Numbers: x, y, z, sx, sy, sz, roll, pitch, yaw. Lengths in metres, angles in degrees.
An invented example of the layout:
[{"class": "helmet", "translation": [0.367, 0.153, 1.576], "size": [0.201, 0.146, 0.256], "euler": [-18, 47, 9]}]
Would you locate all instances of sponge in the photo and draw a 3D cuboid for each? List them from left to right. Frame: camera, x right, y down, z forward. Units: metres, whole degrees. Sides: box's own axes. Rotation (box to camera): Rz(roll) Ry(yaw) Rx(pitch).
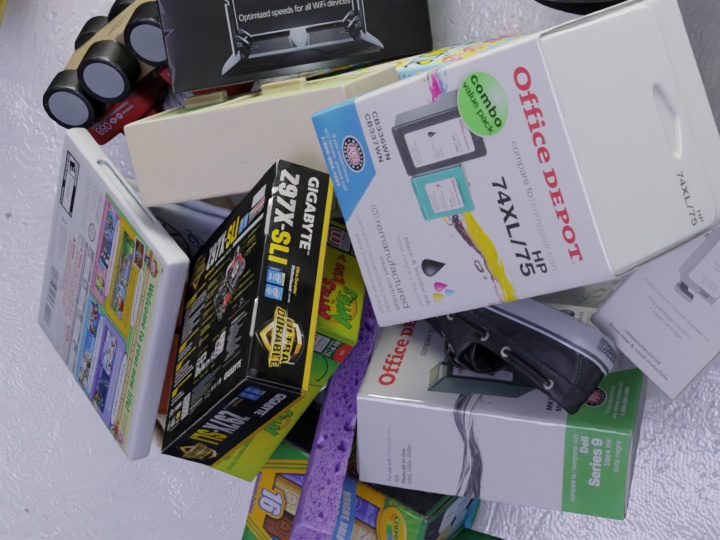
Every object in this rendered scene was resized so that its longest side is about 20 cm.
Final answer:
[{"class": "sponge", "translation": [-0.016, 0.110, 1.234], "size": [0.029, 0.202, 0.112], "euler": [14, 158, -1]}]

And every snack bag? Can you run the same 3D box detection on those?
[{"class": "snack bag", "translation": [-0.109, 0.013, 1.348], "size": [0.187, 0.021, 0.201], "euler": [16, 145, 37]}]

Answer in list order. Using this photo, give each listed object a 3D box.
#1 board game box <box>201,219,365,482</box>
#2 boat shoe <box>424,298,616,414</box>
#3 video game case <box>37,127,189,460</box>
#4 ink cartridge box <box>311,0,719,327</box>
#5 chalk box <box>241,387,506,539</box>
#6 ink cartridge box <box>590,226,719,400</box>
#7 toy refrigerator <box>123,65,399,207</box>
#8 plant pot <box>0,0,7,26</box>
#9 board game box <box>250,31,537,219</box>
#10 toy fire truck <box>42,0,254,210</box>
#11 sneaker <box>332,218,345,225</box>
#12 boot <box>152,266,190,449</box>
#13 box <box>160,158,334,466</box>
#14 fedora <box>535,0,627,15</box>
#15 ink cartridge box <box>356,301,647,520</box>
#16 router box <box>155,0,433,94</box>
[{"class": "board game box", "translation": [-0.058, 0.062, 1.237], "size": [0.047, 0.102, 0.200], "euler": [22, 136, -14]}, {"class": "boat shoe", "translation": [0.088, 0.044, 1.143], "size": [0.199, 0.057, 0.069], "euler": [21, 164, 46]}, {"class": "video game case", "translation": [-0.202, 0.019, 1.313], "size": [0.182, 0.022, 0.202], "euler": [48, 135, 37]}, {"class": "ink cartridge box", "translation": [0.102, -0.067, 1.022], "size": [0.199, 0.145, 0.148], "euler": [-14, 96, 47]}, {"class": "chalk box", "translation": [0.023, 0.200, 1.342], "size": [0.199, 0.125, 0.125], "euler": [28, 121, 21]}, {"class": "ink cartridge box", "translation": [0.262, -0.028, 1.093], "size": [0.083, 0.146, 0.200], "euler": [43, 124, 9]}, {"class": "toy refrigerator", "translation": [-0.068, -0.098, 1.185], "size": [0.198, 0.076, 0.071], "euler": [-7, 103, 34]}, {"class": "plant pot", "translation": [-0.359, -0.281, 1.357], "size": [0.200, 0.201, 0.190], "euler": [31, 138, 17]}, {"class": "board game box", "translation": [0.034, -0.105, 1.228], "size": [0.198, 0.103, 0.106], "euler": [-4, 104, 33]}, {"class": "toy fire truck", "translation": [-0.136, -0.125, 1.331], "size": [0.200, 0.129, 0.175], "euler": [41, 133, -23]}, {"class": "sneaker", "translation": [0.000, 0.000, 1.303], "size": [0.198, 0.083, 0.081], "euler": [22, 119, 21]}, {"class": "boot", "translation": [-0.162, 0.063, 1.351], "size": [0.075, 0.107, 0.201], "euler": [23, 146, 40]}, {"class": "box", "translation": [-0.082, 0.036, 1.160], "size": [0.049, 0.161, 0.200], "euler": [16, 154, -18]}, {"class": "fedora", "translation": [0.165, -0.232, 1.084], "size": [0.199, 0.202, 0.092], "euler": [26, 160, 20]}, {"class": "ink cartridge box", "translation": [0.106, 0.093, 1.203], "size": [0.198, 0.146, 0.085], "euler": [6, 125, 12]}, {"class": "router box", "translation": [-0.055, -0.226, 1.203], "size": [0.197, 0.052, 0.159], "euler": [-9, 107, -5]}]
